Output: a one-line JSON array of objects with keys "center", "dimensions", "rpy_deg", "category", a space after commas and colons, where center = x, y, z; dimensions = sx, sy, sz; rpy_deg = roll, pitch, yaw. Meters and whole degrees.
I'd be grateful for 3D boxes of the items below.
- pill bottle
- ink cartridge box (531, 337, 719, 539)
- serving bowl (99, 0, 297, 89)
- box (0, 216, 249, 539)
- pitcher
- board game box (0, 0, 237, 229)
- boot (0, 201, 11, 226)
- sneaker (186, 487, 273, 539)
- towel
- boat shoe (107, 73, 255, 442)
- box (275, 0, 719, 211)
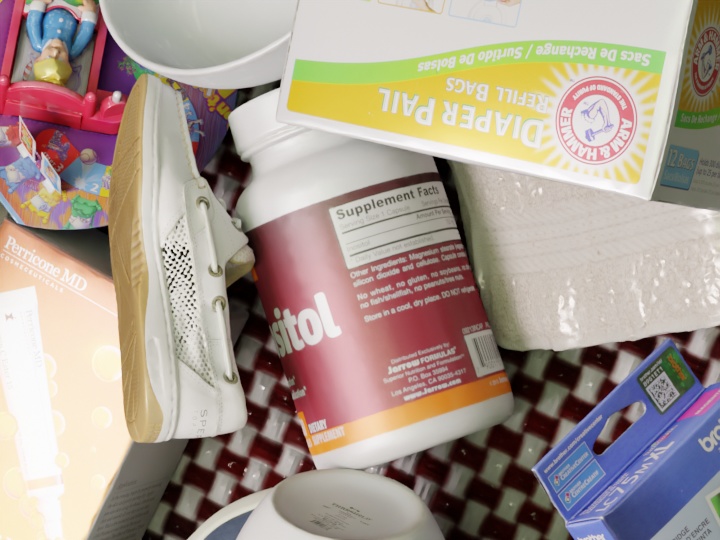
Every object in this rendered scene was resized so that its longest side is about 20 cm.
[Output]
[{"center": [0.000, 0.000, 1.221], "dimensions": [0.113, 0.113, 0.201], "rpy_deg": [-20, 85, 17], "category": "pill bottle"}, {"center": [0.184, 0.142, 1.148], "dimensions": [0.119, 0.042, 0.200], "rpy_deg": [-39, 96, -29], "category": "ink cartridge box"}, {"center": [-0.044, -0.180, 1.228], "dimensions": [0.200, 0.066, 0.201], "rpy_deg": [-18, 58, 30], "category": "serving bowl"}, {"center": [-0.170, 0.085, 1.285], "dimensions": [0.124, 0.097, 0.201], "rpy_deg": [28, 99, 14], "category": "box"}, {"center": [0.006, 0.215, 1.163], "dimensions": [0.171, 0.121, 0.201], "rpy_deg": [19, 115, 32], "category": "pitcher"}, {"center": [-0.160, -0.124, 1.259], "dimensions": [0.158, 0.039, 0.200], "rpy_deg": [-34, 80, -22], "category": "board game box"}, {"center": [-0.286, -0.013, 1.285], "dimensions": [0.199, 0.155, 0.072], "rpy_deg": [-24, 89, 22], "category": "boot"}, {"center": [-0.081, 0.193, 1.236], "dimensions": [0.200, 0.075, 0.085], "rpy_deg": [-33, 38, -10], "category": "sneaker"}, {"center": [0.118, -0.030, 1.172], "dimensions": [0.200, 0.034, 0.133], "rpy_deg": [-12, 91, 52], "category": "towel"}, {"center": [-0.090, -0.006, 1.192], "dimensions": [0.069, 0.071, 0.201], "rpy_deg": [2, 68, -17], "category": "boat shoe"}, {"center": [0.078, -0.097, 1.074], "dimensions": [0.199, 0.112, 0.102], "rpy_deg": [14, 95, 29], "category": "box"}]
